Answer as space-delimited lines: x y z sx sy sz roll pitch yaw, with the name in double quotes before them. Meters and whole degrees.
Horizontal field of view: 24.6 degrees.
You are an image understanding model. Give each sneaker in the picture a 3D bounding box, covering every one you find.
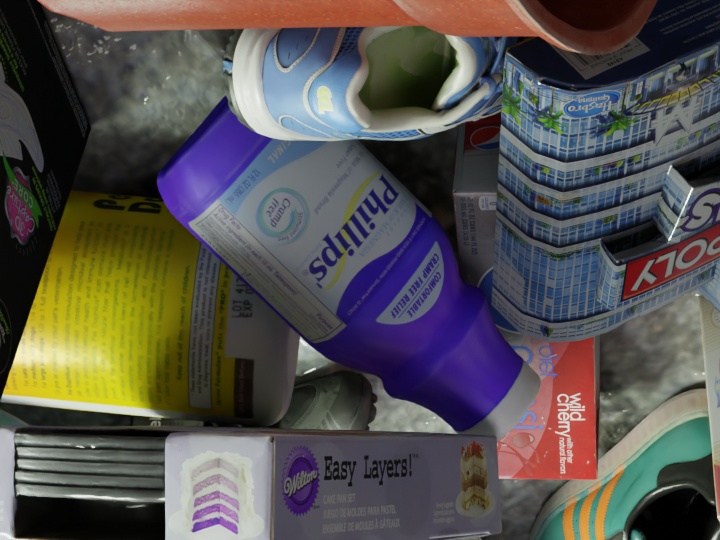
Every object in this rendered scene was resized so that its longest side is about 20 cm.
"sneaker" -0.082 0.101 0.933 0.199 0.067 0.090 -30 124 31
"sneaker" 0.153 0.155 0.943 0.071 0.080 0.201 22 130 -13
"sneaker" 0.044 -0.089 0.690 0.198 0.077 0.077 -21 115 -29

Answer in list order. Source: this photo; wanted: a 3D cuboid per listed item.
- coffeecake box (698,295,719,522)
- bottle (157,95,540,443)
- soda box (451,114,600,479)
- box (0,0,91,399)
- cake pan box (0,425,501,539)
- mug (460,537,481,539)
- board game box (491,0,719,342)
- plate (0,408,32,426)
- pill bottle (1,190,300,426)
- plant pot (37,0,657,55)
"coffeecake box" 0.269 0.049 0.788 0.199 0.154 0.073 -25 124 25
"bottle" 0.000 0.000 0.766 0.200 0.084 0.065 45 159 -11
"soda box" 0.087 0.018 0.842 0.069 0.064 0.201 -1 132 8
"box" -0.223 -0.041 0.734 0.147 0.201 0.125 -7 131 12
"cake pan box" -0.062 0.093 0.721 0.182 0.053 0.199 -4 173 32
"mug" 0.008 0.219 0.963 0.148 0.187 0.155 17 126 21
"board game box" 0.156 -0.040 0.730 0.198 0.062 0.201 -25 140 -19
"plate" -0.212 0.083 0.900 0.199 0.026 0.200 27 168 6
"pill bottle" -0.130 0.016 0.835 0.197 0.110 0.110 5 132 1
"plant pot" -0.019 -0.163 0.540 0.193 0.202 0.202 -2 134 31
